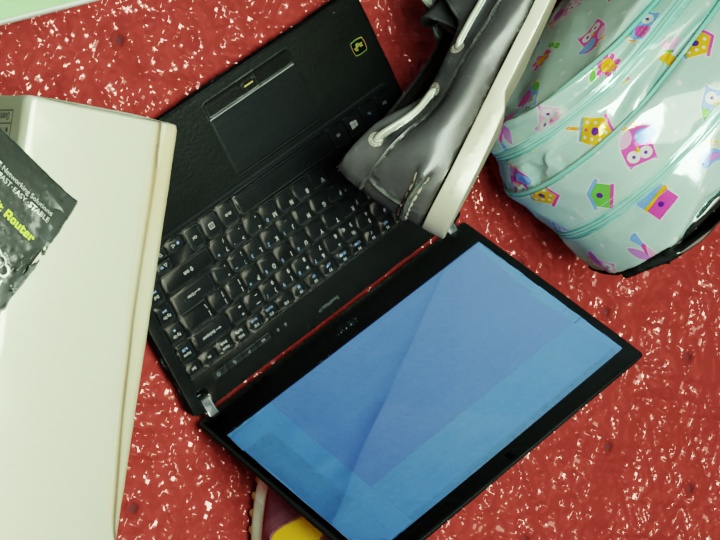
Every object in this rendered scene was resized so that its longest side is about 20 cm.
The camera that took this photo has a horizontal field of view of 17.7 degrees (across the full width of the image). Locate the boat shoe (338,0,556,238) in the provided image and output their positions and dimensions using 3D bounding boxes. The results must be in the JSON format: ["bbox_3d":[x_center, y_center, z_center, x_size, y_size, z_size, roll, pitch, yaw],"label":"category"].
[{"bbox_3d":[0.052,-0.116,1.051,0.063,0.073,0.201,23,77,3],"label":"boat shoe"}]

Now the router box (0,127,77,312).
[{"bbox_3d":[-0.214,-0.047,0.836,0.150,0.200,0.062,47,63,-27],"label":"router box"}]

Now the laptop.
[{"bbox_3d":[0.000,0.000,1.043,0.177,0.103,0.200,-37,112,-28],"label":"laptop"}]

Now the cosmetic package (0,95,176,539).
[{"bbox_3d":[-0.143,0.032,0.950,0.073,0.103,0.201,9,89,-34],"label":"cosmetic package"}]

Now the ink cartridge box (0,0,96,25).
[{"bbox_3d":[-0.147,-0.114,0.878,0.145,0.200,0.048,-20,103,-34],"label":"ink cartridge box"}]

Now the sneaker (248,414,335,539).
[{"bbox_3d":[0.000,0.167,1.059,0.075,0.090,0.201,-4,95,-34],"label":"sneaker"}]

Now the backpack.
[{"bbox_3d":[0.150,-0.093,1.123,0.127,0.167,0.200,42,72,-7],"label":"backpack"}]
